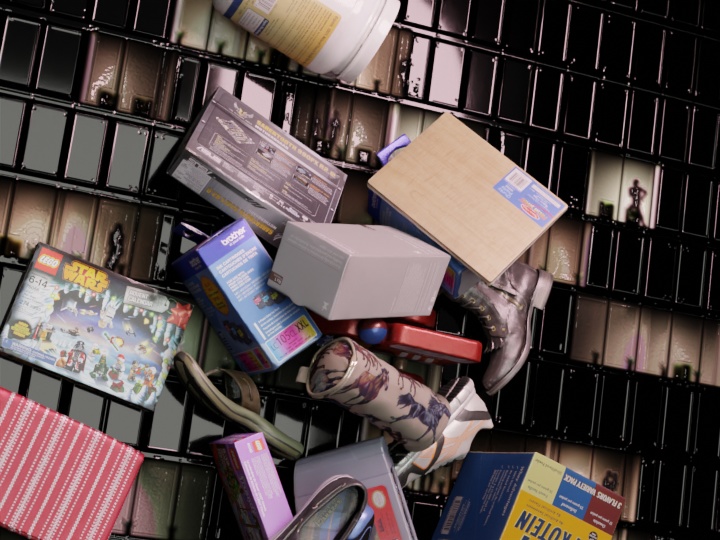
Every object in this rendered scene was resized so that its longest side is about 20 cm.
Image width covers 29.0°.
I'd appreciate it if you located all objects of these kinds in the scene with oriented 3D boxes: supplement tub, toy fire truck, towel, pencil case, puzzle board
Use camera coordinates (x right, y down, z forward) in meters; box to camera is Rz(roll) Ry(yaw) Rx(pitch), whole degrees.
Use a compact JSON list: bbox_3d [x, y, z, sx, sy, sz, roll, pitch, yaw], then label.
[{"bbox_3d":[-0.066,-0.334,1.724,0.200,0.144,0.145,31,74,-13],"label":"supplement tub"},{"bbox_3d":[0.030,0.081,1.690,0.199,0.168,0.113,15,78,-17],"label":"toy fire truck"},{"bbox_3d":[-0.367,0.236,1.611,0.200,0.022,0.145,28,73,-16],"label":"towel"},{"bbox_3d":[0.021,0.148,1.639,0.200,0.089,0.078,34,67,-39],"label":"pencil case"},{"bbox_3d":[0.130,-0.089,1.696,0.200,0.017,0.151,40,65,17],"label":"puzzle board"}]

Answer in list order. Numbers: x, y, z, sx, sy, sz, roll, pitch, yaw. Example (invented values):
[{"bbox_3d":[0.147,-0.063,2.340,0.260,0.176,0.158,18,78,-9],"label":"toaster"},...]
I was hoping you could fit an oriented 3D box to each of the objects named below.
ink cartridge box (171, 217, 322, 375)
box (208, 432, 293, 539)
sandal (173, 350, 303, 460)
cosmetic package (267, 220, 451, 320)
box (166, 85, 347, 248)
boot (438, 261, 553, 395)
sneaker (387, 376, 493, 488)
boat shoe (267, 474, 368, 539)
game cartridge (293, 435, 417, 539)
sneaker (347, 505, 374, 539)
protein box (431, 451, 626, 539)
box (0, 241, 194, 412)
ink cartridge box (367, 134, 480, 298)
[{"bbox_3d":[-0.146,0.021,1.653,0.076,0.136,0.200,-34,94,-21],"label":"ink cartridge box"},{"bbox_3d":[-0.115,0.288,1.630,0.039,0.137,0.201,-20,89,-20],"label":"box"},{"bbox_3d":[-0.144,0.155,1.670,0.201,0.080,0.057,39,75,-22],"label":"sandal"},{"bbox_3d":[0.000,0.000,1.612,0.200,0.107,0.090,3,110,-55],"label":"cosmetic package"},{"bbox_3d":[-0.121,-0.116,1.681,0.200,0.048,0.159,34,33,-13],"label":"box"},{"bbox_3d":[0.142,0.042,1.798,0.174,0.069,0.201,26,71,-9],"label":"boot"},{"bbox_3d":[0.089,0.226,1.745,0.200,0.074,0.080,-43,107,-15],"label":"sneaker"},{"bbox_3d":[-0.059,0.310,1.539,0.070,0.066,0.200,46,71,-9],"label":"boat shoe"},{"bbox_3d":[-0.005,0.312,1.686,0.133,0.041,0.201,-17,92,15],"label":"game cartridge"},{"bbox_3d":[-0.015,0.369,1.646,0.078,0.070,0.200,25,107,4],"label":"sneaker"},{"bbox_3d":[0.187,0.337,1.695,0.135,0.200,0.199,28,75,-14],"label":"protein box"},{"bbox_3d":[-0.313,0.068,1.641,0.199,0.040,0.137,23,75,-15],"label":"box"},{"bbox_3d":[0.102,-0.083,1.753,0.136,0.076,0.200,-36,67,-20],"label":"ink cartridge box"}]
